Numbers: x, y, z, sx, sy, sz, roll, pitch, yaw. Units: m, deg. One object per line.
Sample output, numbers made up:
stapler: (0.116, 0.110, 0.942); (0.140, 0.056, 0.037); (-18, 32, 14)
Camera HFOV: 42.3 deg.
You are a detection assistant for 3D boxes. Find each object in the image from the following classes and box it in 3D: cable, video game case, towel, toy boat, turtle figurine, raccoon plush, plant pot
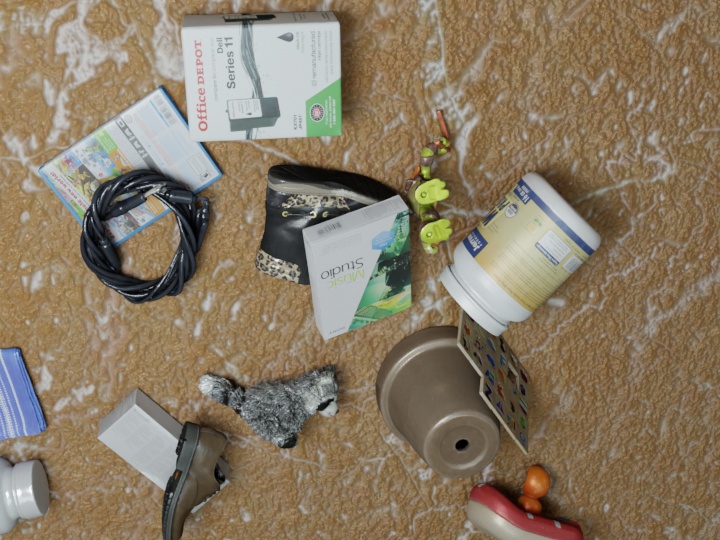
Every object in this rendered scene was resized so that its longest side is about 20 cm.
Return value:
cable: (-0.295, -0.036, 1.251); (0.161, 0.051, 0.202); (11, 122, -27)
video game case: (-0.305, -0.132, 1.243); (0.198, 0.018, 0.144); (-32, 116, 6)
towel: (-0.568, 0.193, 1.344); (0.197, 0.024, 0.147); (-11, 114, -4)
toy boat: (0.274, 0.385, 1.526); (0.197, 0.130, 0.133); (20, 80, -17)
turtle figurine: (0.090, -0.108, 1.250); (0.063, 0.162, 0.203); (6, 107, -1)
raccoon plush: (-0.124, 0.171, 1.372); (0.198, 0.097, 0.135); (30, 99, -20)
plant pot: (0.129, 0.209, 1.379); (0.197, 0.175, 0.203); (-3, 114, -6)

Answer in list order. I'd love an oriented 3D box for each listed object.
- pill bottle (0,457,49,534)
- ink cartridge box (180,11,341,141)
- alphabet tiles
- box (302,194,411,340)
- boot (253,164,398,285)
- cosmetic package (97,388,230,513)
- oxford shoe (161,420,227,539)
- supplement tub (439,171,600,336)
pill bottle: (-0.565, 0.336, 1.360); (0.197, 0.111, 0.112); (-11, 116, -4)
ink cartridge box: (-0.125, -0.246, 1.183); (0.196, 0.083, 0.149); (-4, 114, -6)
alphabet tiles: (0.197, 0.145, 1.369); (0.007, 0.168, 0.201); (-25, 118, 26)
box: (0.000, 0.000, 1.287); (0.142, 0.037, 0.202); (-21, 140, -13)
boot: (-0.047, -0.057, 1.288); (0.197, 0.073, 0.152); (7, 118, -21)
cosmetic package: (-0.294, 0.273, 1.408); (0.082, 0.051, 0.200); (-38, 114, 11)
oxford shoe: (-0.244, 0.323, 1.371); (0.083, 0.073, 0.202); (14, 112, -18)
supplement tub: (0.221, -0.021, 1.305); (0.144, 0.145, 0.200); (39, 103, -22)
